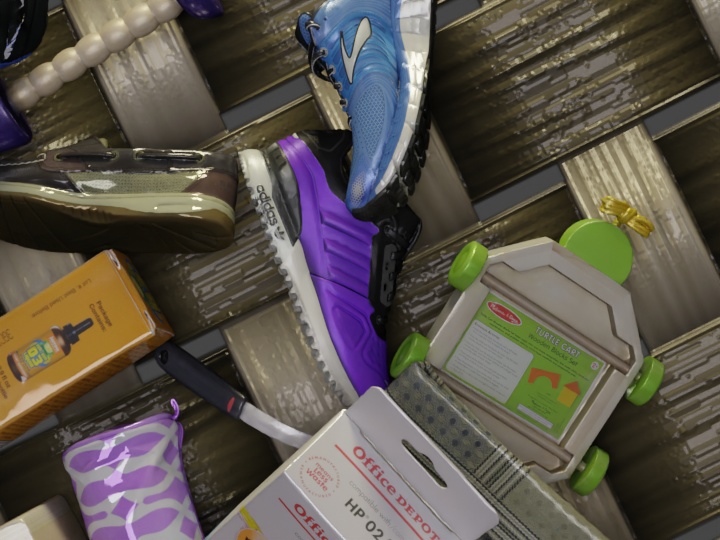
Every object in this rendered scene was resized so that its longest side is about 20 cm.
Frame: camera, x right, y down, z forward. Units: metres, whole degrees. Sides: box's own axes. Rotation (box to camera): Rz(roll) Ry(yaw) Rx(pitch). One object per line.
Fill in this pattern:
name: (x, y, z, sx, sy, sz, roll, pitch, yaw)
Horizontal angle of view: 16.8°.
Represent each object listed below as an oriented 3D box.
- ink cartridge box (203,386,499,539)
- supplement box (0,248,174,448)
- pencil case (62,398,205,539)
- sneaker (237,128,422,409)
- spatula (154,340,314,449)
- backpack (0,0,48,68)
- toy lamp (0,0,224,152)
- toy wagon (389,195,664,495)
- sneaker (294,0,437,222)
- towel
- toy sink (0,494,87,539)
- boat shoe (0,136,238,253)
ink cartridge box: (-0.015, 0.166, 1.478, 0.115, 0.200, 0.068, 46, 52, 2)
supplement box: (-0.223, 0.067, 1.588, 0.199, 0.069, 0.067, -32, 80, 7)
pencil case: (-0.126, 0.192, 1.574, 0.085, 0.084, 0.201, -20, 88, 1)
sneaker: (0.000, 0.000, 1.570, 0.099, 0.070, 0.201, -22, 92, -4)
spatula: (-0.061, 0.096, 1.565, 0.199, 0.020, 0.057, 31, 108, 26)
backpack: (-0.289, -0.215, 1.552, 0.167, 0.162, 0.202, -12, 89, 34)
toy lamp: (-0.185, -0.136, 1.590, 0.199, 0.058, 0.058, -32, 88, 5)
toy wagon: (0.119, 0.043, 1.560, 0.155, 0.040, 0.201, 32, 91, -13)
sneaker: (0.002, -0.126, 1.551, 0.088, 0.079, 0.202, 2, 69, 5)
towel: (0.055, 0.182, 1.550, 0.200, 0.035, 0.193, 44, 120, 7)
toy sink: (-0.263, 0.245, 1.565, 0.199, 0.130, 0.113, -28, 89, 4)
boat shoe: (-0.172, -0.053, 1.589, 0.199, 0.072, 0.066, 5, 62, 17)
